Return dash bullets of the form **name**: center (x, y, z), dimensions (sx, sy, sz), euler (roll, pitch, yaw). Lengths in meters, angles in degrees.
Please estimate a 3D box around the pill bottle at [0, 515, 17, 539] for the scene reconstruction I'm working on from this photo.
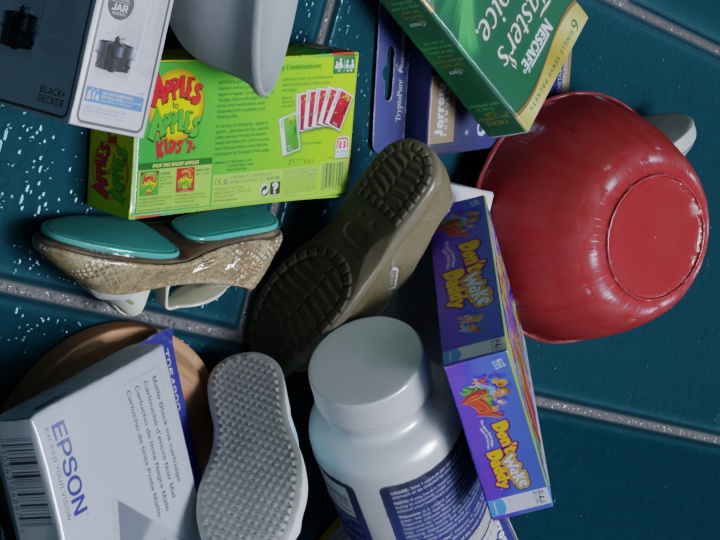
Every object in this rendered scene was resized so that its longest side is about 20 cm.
- **pill bottle**: center (-0.218, 0.248, 1.299), dimensions (0.112, 0.111, 0.201), euler (-53, 134, -21)

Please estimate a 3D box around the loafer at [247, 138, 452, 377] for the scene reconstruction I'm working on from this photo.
- **loafer**: center (0.000, 0.000, 1.444), dimensions (0.200, 0.076, 0.067), euler (-48, 144, 14)

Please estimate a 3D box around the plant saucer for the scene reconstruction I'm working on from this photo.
- **plant saucer**: center (-0.166, 0.136, 1.379), dimensions (0.199, 0.032, 0.202), euler (-17, 115, -42)

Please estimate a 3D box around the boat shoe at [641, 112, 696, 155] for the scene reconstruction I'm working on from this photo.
- **boat shoe**: center (0.203, -0.058, 1.684), dimensions (0.200, 0.070, 0.072), euler (-37, 127, -25)

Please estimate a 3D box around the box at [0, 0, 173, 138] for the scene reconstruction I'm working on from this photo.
- **box**: center (-0.163, -0.190, 1.220), dimensions (0.060, 0.116, 0.202), euler (8, 96, -47)

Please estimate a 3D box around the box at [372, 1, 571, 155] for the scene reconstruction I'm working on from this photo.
- **box**: center (0.089, -0.153, 1.559), dimensions (0.199, 0.032, 0.123), euler (-11, 110, -43)

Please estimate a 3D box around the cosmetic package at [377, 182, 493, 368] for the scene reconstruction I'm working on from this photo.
- **cosmetic package**: center (0.036, 0.030, 1.543), dimensions (0.082, 0.050, 0.202), euler (9, 96, -47)

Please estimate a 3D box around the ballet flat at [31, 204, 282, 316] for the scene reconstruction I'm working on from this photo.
- **ballet flat**: center (-0.133, -0.002, 1.349), dimensions (0.199, 0.070, 0.066), euler (-4, 120, -42)

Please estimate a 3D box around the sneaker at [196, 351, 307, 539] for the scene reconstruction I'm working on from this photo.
- **sneaker**: center (-0.066, 0.146, 1.362), dimensions (0.201, 0.073, 0.083), euler (-89, 170, -51)

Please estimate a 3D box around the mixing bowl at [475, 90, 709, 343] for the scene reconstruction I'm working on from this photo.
- **mixing bowl**: center (0.195, -0.032, 1.575), dimensions (0.198, 0.108, 0.202), euler (-7, 104, -31)

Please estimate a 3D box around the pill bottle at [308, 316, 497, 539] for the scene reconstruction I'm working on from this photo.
- **pill bottle**: center (0.026, 0.130, 1.446), dimensions (0.111, 0.110, 0.201), euler (-46, 139, -27)

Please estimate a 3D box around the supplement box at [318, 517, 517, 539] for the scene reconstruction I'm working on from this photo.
- **supplement box**: center (0.022, 0.256, 1.556), dimensions (0.200, 0.108, 0.110), euler (-46, 131, -26)

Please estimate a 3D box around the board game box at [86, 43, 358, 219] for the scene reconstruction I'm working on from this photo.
- **board game box**: center (-0.090, -0.096, 1.375), dimensions (0.199, 0.047, 0.103), euler (-8, 108, -45)

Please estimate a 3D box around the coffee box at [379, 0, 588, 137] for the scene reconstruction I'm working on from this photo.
- **coffee box**: center (0.078, -0.207, 1.479), dimensions (0.200, 0.044, 0.124), euler (49, 56, -29)

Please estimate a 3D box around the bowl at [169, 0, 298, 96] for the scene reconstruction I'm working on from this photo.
- **bowl**: center (-0.085, -0.215, 1.285), dimensions (0.201, 0.089, 0.203), euler (10, 90, -86)

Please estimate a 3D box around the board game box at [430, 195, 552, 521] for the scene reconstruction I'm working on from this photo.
- **board game box**: center (0.090, 0.058, 1.445), dimensions (0.201, 0.044, 0.135), euler (-93, 167, -57)

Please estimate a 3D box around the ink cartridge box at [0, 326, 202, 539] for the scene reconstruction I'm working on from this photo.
- **ink cartridge box**: center (-0.140, 0.155, 1.299), dimensions (0.200, 0.040, 0.202), euler (-31, 112, -58)
